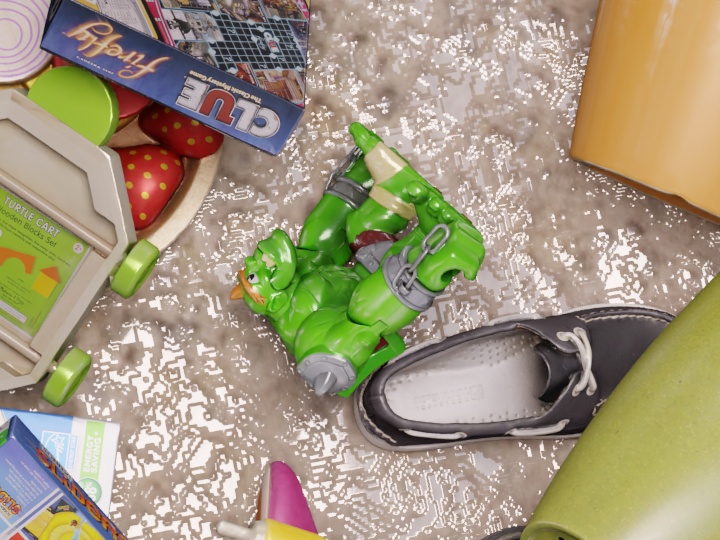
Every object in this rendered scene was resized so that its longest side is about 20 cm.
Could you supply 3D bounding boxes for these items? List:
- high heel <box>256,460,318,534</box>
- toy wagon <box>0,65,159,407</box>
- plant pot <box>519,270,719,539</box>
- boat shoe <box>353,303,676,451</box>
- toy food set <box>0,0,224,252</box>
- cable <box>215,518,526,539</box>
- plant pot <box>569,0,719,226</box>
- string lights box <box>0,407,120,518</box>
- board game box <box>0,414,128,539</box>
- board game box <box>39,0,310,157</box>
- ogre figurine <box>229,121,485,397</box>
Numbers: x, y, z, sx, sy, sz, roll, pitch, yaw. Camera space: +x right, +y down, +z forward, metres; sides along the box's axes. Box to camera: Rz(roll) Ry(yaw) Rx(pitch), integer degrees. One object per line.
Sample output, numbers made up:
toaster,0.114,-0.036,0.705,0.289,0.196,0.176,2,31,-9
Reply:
high heel,-0.003,0.198,1.277,0.096,0.067,0.201,-7,83,-5
toy wagon,-0.181,-0.031,1.248,0.155,0.040,0.200,34,97,3
plant pot,0.184,0.119,1.238,0.200,0.187,0.187,-34,85,-29
boat shoe,0.095,0.057,1.326,0.199,0.060,0.074,-7,80,-10
toy food set,-0.174,-0.086,1.319,0.200,0.049,0.198,-36,86,-13
cable,0.016,0.177,1.232,0.199,0.050,0.098,2,90,-14
plant pot,0.207,-0.123,1.323,0.200,0.200,0.184,23,93,-4
string lights box,-0.233,0.120,1.263,0.199,0.059,0.103,7,82,-7
board game box,-0.164,0.191,1.223,0.135,0.034,0.200,-38,105,6
board game box,-0.093,-0.149,1.272,0.135,0.200,0.035,24,120,-14
ogre figurine,0.000,0.000,1.269,0.120,0.200,0.098,-50,130,4
